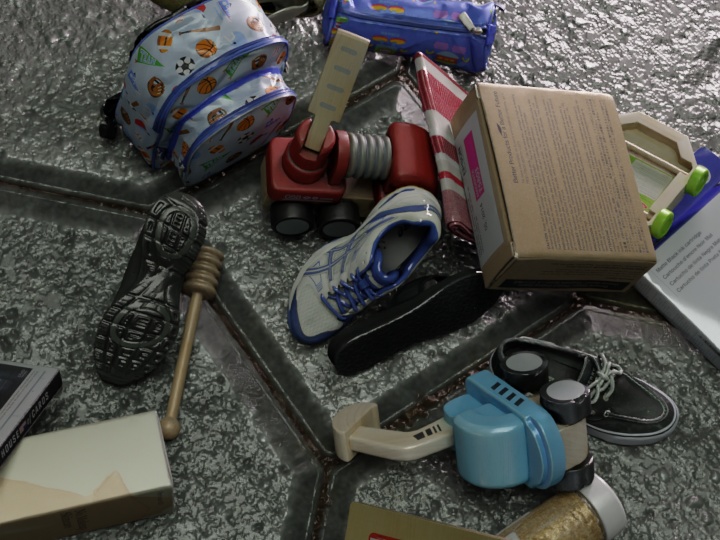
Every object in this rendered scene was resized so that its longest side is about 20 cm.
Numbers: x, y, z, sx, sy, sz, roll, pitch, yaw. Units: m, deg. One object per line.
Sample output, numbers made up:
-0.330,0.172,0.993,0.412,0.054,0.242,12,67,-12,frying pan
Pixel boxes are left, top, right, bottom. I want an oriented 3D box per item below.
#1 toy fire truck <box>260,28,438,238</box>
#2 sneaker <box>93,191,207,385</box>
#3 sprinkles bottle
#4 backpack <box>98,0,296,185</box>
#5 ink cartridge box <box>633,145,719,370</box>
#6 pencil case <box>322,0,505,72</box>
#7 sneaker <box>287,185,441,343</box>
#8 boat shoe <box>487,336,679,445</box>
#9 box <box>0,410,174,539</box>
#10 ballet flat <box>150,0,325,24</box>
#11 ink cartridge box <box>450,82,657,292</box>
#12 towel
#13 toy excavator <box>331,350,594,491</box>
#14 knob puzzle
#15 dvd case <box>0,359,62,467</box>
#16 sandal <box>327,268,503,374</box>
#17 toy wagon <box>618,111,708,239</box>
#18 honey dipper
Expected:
-0.001,-0.132,1.445,0.175,0.200,0.129,3,65,-14,toy fire truck
-0.208,0.020,1.432,0.076,0.091,0.201,25,86,-11,sneaker
0.157,0.270,1.357,0.200,0.068,0.068,-32,72,-18,sprinkles bottle
-0.157,-0.192,1.469,0.200,0.191,0.154,-37,74,-21,backpack
0.384,-0.023,1.535,0.199,0.041,0.200,-40,75,-21,ink cartridge box
0.057,-0.272,1.589,0.199,0.087,0.078,9,89,-1,pencil case
0.000,0.000,1.413,0.075,0.088,0.200,39,103,-17,sneaker
0.228,0.114,1.437,0.199,0.068,0.074,24,65,5,boat shoe
-0.277,0.198,1.328,0.199,0.095,0.078,-11,67,-10,box
-0.134,-0.300,1.591,0.199,0.071,0.071,-7,66,-12,ballet flat
0.190,-0.081,1.436,0.164,0.075,0.201,2,63,-22,ink cartridge box
0.105,-0.114,1.499,0.023,0.144,0.201,-21,64,23,towel
0.097,0.154,1.368,0.199,0.100,0.194,-20,29,-26,toy excavator
0.055,0.324,1.293,0.219,0.030,0.221,-5,80,35,knob puzzle
-0.397,0.128,1.319,0.199,0.025,0.150,7,35,15,dvd case
0.053,0.038,1.454,0.200,0.076,0.048,-22,52,-16,sandal
0.268,-0.089,1.540,0.155,0.040,0.200,32,65,25,toy wagon
-0.172,0.072,1.430,0.038,0.038,0.201,10,66,-2,honey dipper
